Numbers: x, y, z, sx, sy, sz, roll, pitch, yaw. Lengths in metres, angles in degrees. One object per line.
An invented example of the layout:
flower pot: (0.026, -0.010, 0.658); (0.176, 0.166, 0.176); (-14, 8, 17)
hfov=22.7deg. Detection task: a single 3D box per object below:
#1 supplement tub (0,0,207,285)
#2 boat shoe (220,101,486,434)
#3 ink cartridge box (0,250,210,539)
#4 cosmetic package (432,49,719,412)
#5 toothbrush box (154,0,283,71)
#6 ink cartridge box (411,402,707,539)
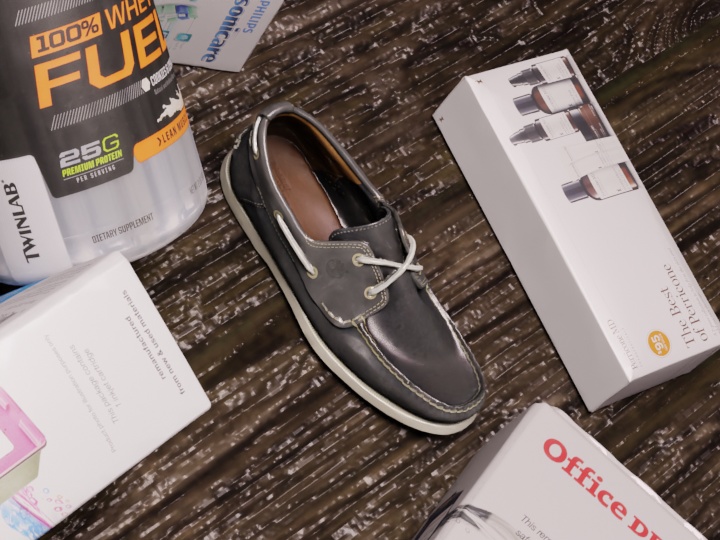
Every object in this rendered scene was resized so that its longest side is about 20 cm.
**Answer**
supplement tub: (-0.155, -0.105, 0.855); (0.122, 0.122, 0.201); (-30, 115, -33)
boat shoe: (0.000, 0.000, 0.957); (0.072, 0.068, 0.200); (-32, 82, -35)
ink cartridge box: (-0.187, 0.085, 0.772); (0.200, 0.144, 0.085); (-35, 101, -34)
cosmetic package: (0.126, -0.026, 1.037); (0.082, 0.051, 0.201); (-19, 74, -30)
toothbrush box: (-0.148, -0.202, 0.981); (0.199, 0.085, 0.147); (7, 63, -23)
ink cartridge box: (0.077, 0.188, 0.882); (0.145, 0.084, 0.200); (41, 56, 0)
